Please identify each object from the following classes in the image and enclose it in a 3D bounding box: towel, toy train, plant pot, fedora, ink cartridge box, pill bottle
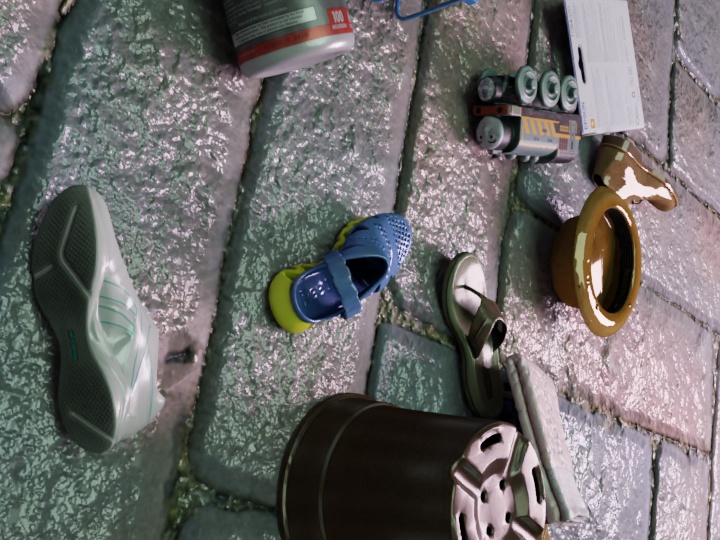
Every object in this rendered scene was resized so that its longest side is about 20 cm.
[{"bbox_3d":[0.225,0.204,1.112,0.200,0.032,0.195,36,39,-66],"label":"towel"},{"bbox_3d":[0.219,-0.199,1.212,0.198,0.084,0.117,-3,97,-47],"label":"toy train"},{"bbox_3d":[0.057,0.221,0.891,0.198,0.196,0.205,7,81,-46],"label":"plant pot"},{"bbox_3d":[0.211,0.233,1.179,0.045,0.034,0.203,-32,108,-33],"label":"toy train"},{"bbox_3d":[0.316,-0.012,1.288,0.198,0.081,0.206,0,90,-47],"label":"fedora"},{"bbox_3d":[0.350,-0.304,1.394,0.198,0.043,0.201,-13,95,-45],"label":"ink cartridge box"},{"bbox_3d":[-0.082,-0.292,0.868,0.115,0.114,0.204,-24,103,-46],"label":"pill bottle"}]

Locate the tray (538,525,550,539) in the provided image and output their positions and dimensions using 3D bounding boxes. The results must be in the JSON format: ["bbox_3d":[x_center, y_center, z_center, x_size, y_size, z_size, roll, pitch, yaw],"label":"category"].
[{"bbox_3d":[0.196,0.353,1.077,0.201,0.036,0.100,62,39,-59],"label":"tray"}]

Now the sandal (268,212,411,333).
[{"bbox_3d":[0.000,0.000,0.941,0.200,0.086,0.081,-41,112,-44],"label":"sandal"}]

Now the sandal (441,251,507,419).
[{"bbox_3d":[0.149,0.075,1.111,0.079,0.057,0.205,-23,102,-46],"label":"sandal"}]

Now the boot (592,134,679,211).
[{"bbox_3d":[0.419,-0.128,1.438,0.198,0.073,0.077,29,83,-37],"label":"boot"}]

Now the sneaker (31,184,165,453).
[{"bbox_3d":[-0.204,0.034,0.738,0.080,0.069,0.205,-14,98,-62],"label":"sneaker"}]

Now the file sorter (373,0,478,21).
[{"bbox_3d":[0.028,-0.377,0.993,0.198,0.121,0.142,23,68,-43],"label":"file sorter"}]
